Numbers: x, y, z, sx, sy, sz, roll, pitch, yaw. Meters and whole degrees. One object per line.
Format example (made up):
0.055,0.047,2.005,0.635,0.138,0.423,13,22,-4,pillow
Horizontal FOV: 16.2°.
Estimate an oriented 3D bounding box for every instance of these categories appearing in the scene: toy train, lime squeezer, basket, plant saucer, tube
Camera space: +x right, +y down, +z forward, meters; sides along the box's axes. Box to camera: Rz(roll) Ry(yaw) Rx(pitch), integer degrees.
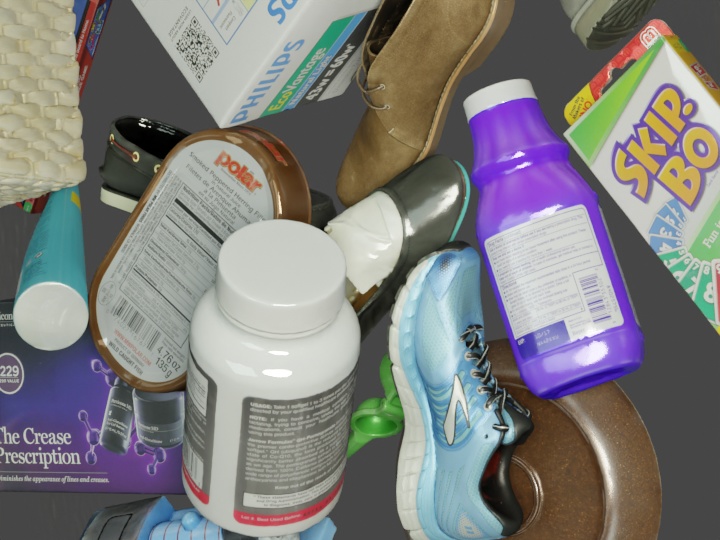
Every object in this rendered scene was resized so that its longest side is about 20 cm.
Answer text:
-0.104,0.210,1.745,0.199,0.087,0.114,-13,126,32,toy train
0.012,0.078,1.700,0.071,0.038,0.200,48,120,44,lime squeezer
-0.312,-0.140,1.778,0.160,0.200,0.199,-9,83,33,basket
0.101,0.145,1.665,0.200,0.034,0.201,3,96,33,plant saucer
-0.217,-0.008,1.780,0.050,0.200,0.078,26,109,-16,tube

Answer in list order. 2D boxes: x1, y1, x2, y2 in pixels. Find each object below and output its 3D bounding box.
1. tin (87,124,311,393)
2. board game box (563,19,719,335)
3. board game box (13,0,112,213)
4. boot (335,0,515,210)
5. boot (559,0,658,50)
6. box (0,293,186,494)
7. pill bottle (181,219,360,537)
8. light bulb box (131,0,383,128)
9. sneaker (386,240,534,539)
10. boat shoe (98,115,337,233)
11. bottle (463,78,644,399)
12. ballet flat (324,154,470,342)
-0.110,-0.006,1.696,0.112,0.042,0.200,40,112,18,tin
0.211,-0.055,1.584,0.096,0.030,0.200,-45,69,26,board game box
-0.246,-0.154,1.866,0.103,0.019,0.201,29,109,28,board game box
0.021,-0.120,1.653,0.200,0.075,0.074,-61,41,29,boot
0.135,-0.263,1.596,0.182,0.072,0.200,-46,64,26,boot
-0.170,0.086,1.805,0.199,0.079,0.142,-3,90,32,box
-0.057,0.068,1.633,0.111,0.111,0.200,33,138,26,pill bottle
-0.060,-0.237,1.655,0.200,0.125,0.198,55,134,16,light bulb box
0.075,0.079,1.615,0.090,0.078,0.201,4,105,33,sneaker
-0.099,-0.061,1.748,0.201,0.074,0.063,17,111,34,boat shoe
0.116,-0.022,1.616,0.083,0.065,0.201,-20,77,10,bottle
0.000,0.000,1.665,0.200,0.068,0.068,-55,52,40,ballet flat
